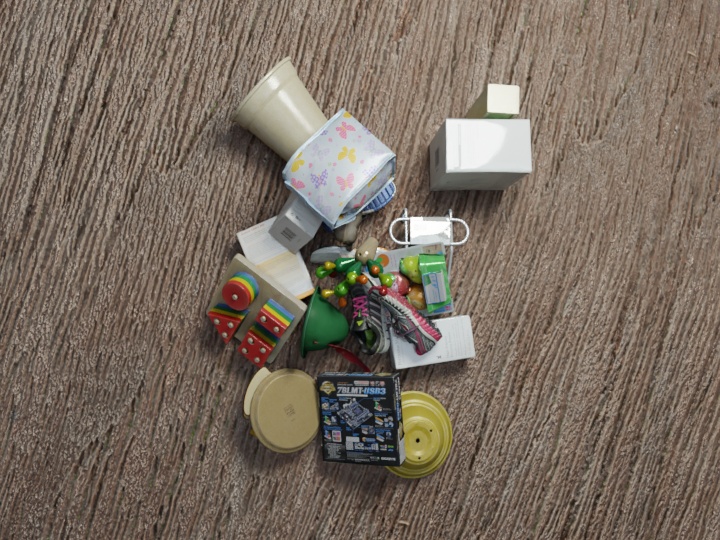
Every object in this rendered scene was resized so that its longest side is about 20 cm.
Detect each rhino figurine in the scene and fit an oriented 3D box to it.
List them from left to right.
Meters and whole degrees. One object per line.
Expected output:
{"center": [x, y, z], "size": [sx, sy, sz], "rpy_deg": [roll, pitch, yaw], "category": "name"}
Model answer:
{"center": [-0.020, -0.151, 1.372], "size": [0.058, 0.087, 0.206], "rpy_deg": [10, 86, 3], "category": "rhino figurine"}

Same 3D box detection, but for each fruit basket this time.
{"center": [0.112, 0.036, 1.415], "size": [0.194, 0.094, 0.190], "rpy_deg": [-12, 114, 2], "category": "fruit basket"}

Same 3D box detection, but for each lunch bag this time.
{"center": [-0.047, -0.205, 1.280], "size": [0.169, 0.128, 0.200], "rpy_deg": [41, 72, 15], "category": "lunch bag"}

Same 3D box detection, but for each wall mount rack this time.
{"center": [0.161, -0.059, 1.464], "size": [0.193, 0.075, 0.180], "rpy_deg": [1, 82, -4], "category": "wall mount rack"}

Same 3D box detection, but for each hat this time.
{"center": [-0.035, 0.140, 1.382], "size": [0.171, 0.200, 0.171], "rpy_deg": [13, 79, 3], "category": "hat"}

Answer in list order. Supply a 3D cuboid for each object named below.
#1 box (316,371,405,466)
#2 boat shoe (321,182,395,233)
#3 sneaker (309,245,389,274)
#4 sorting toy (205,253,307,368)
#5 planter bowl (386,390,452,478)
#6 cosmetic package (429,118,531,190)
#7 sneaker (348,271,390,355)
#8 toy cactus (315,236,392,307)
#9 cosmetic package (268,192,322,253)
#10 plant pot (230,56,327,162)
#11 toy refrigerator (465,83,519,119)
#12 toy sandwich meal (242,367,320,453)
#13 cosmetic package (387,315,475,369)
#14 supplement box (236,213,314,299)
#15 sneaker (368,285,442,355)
{"center": [0.000, 0.335, 1.381], "size": [0.194, 0.049, 0.205], "rpy_deg": [-4, 92, 22], "category": "box"}
{"center": [-0.006, -0.156, 1.453], "size": [0.196, 0.072, 0.074], "rpy_deg": [-27, 86, 0], "category": "boat shoe"}
{"center": [-0.026, -0.010, 1.444], "size": [0.193, 0.076, 0.095], "rpy_deg": [2, 90, -3], "category": "sneaker"}
{"center": [-0.249, 0.103, 1.360], "size": [0.197, 0.070, 0.201], "rpy_deg": [36, 126, 0], "category": "sorting toy"}
{"center": [0.128, 0.392, 1.419], "size": [0.194, 0.083, 0.207], "rpy_deg": [0, 86, -4], "category": "planter bowl"}
{"center": [0.274, -0.267, 1.419], "size": [0.193, 0.199, 0.127], "rpy_deg": [1, 86, -4], "category": "cosmetic package"}
{"center": [0.010, 0.103, 1.390], "size": [0.072, 0.087, 0.206], "rpy_deg": [-12, 97, 29], "category": "sneaker"}
{"center": [0.000, 0.000, 1.340], "size": [0.103, 0.196, 0.167], "rpy_deg": [58, 48, -32], "category": "toy cactus"}
{"center": [-0.119, -0.156, 1.384], "size": [0.084, 0.107, 0.203], "rpy_deg": [37, 58, -15], "category": "cosmetic package"}
{"center": [-0.171, -0.351, 1.410], "size": [0.201, 0.200, 0.184], "rpy_deg": [-46, 102, -6], "category": "plant pot"}
{"center": [0.306, -0.366, 1.429], "size": [0.073, 0.200, 0.072], "rpy_deg": [2, 86, -5], "category": "toy refrigerator"}
{"center": [-0.181, 0.322, 1.407], "size": [0.200, 0.070, 0.212], "rpy_deg": [5, 80, -28], "category": "toy sandwich meal"}
{"center": [0.166, 0.169, 1.444], "size": [0.194, 0.074, 0.105], "rpy_deg": [-9, 86, -6], "category": "cosmetic package"}
{"center": [-0.197, -0.015, 1.428], "size": [0.123, 0.074, 0.205], "rpy_deg": [-22, 88, -5], "category": "supplement box"}
{"center": [0.093, 0.110, 1.364], "size": [0.199, 0.081, 0.075], "rpy_deg": [42, 99, -6], "category": "sneaker"}
